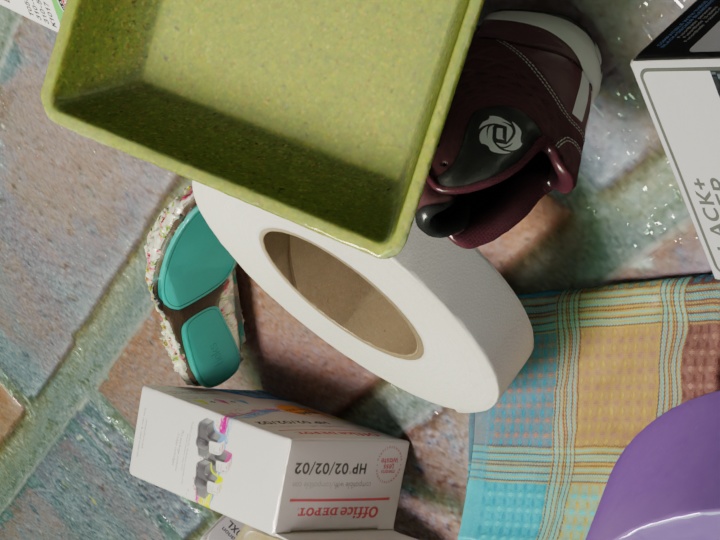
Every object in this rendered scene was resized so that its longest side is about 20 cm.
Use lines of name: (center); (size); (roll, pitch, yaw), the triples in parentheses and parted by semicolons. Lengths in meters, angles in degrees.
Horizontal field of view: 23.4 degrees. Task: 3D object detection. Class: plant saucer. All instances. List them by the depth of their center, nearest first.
plant saucer: (-0.027, -0.130, 0.756); (0.199, 0.048, 0.200); (23, 101, 26)

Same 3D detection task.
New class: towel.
towel: (0.119, 0.079, 0.909); (0.022, 0.147, 0.200); (11, 169, -32)

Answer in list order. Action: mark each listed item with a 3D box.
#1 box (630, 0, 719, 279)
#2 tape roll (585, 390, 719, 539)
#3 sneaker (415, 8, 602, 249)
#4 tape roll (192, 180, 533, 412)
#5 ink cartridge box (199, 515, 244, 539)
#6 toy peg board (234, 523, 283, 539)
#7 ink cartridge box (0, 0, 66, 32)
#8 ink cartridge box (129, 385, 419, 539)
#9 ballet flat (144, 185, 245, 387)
box: (0.214, -0.050, 0.678); (0.200, 0.060, 0.117); (8, 132, 49)
tape roll: (0.192, 0.152, 0.756); (0.200, 0.085, 0.200); (13, 130, 16)
sneaker: (0.009, -0.067, 0.795); (0.200, 0.116, 0.076); (1, 143, 8)
tape roll: (0.000, 0.000, 0.919); (0.203, 0.037, 0.203); (34, 162, 13)
ink cartridge box: (-0.073, 0.272, 1.423); (0.145, 0.083, 0.200); (43, 149, 7)
toy peg board: (-0.024, 0.291, 1.236); (0.199, 0.098, 0.200); (20, 134, -11)
ink cartridge box: (-0.190, -0.225, 0.981); (0.200, 0.084, 0.145); (27, 145, 33)
ink cartridge box: (-0.050, 0.133, 1.184); (0.200, 0.115, 0.068); (15, 96, 44)
ballet flat: (-0.119, 0.004, 1.180); (0.064, 0.076, 0.200); (49, 152, 33)
